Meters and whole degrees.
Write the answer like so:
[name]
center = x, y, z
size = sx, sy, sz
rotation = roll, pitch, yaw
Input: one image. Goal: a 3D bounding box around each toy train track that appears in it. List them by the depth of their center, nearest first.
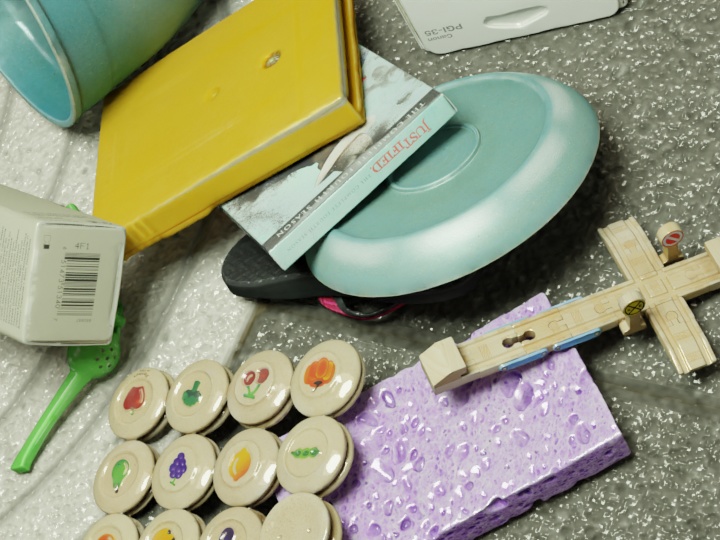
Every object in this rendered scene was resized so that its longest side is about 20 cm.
[toy train track]
center = 0.130, 0.020, 1.038
size = 0.200, 0.033, 0.115
rotation = -21, 52, -5

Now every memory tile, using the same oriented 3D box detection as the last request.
[memory tile]
center = -0.087, 0.119, 1.091
size = 0.200, 0.017, 0.153
rotation = -10, 58, 35

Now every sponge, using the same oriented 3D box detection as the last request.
[sponge]
center = 0.045, 0.106, 1.058
size = 0.200, 0.030, 0.112
rotation = -29, 53, 6

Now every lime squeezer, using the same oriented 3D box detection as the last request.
[lime squeezer]
center = -0.184, 0.037, 1.207
size = 0.071, 0.038, 0.200
rotation = -28, 48, 47

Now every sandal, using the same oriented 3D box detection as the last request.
[sandal]
center = 0.000, 0.000, 1.136
size = 0.200, 0.045, 0.075
rotation = 0, 44, 40

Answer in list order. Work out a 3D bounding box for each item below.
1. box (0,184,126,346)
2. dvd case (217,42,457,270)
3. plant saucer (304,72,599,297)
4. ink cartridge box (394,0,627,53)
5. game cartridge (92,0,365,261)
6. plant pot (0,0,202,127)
[box]
center = -0.238, -0.011, 1.186
size = 0.200, 0.068, 0.082
rotation = 20, 103, 48
[dvd case]
center = -0.037, -0.087, 1.171
size = 0.146, 0.022, 0.200
rotation = -42, 33, -3
[plant saucer]
center = 0.049, -0.062, 1.112
size = 0.200, 0.027, 0.200
rotation = -23, 32, 15
[ink cartridge box]
center = 0.096, -0.260, 1.217
size = 0.146, 0.083, 0.200
rotation = -11, 58, 18
[game cartridge]
center = -0.090, -0.106, 1.199
size = 0.200, 0.032, 0.176
rotation = -30, 35, 20
[plant pot]
center = -0.185, -0.234, 1.275
size = 0.188, 0.200, 0.200
rotation = -36, 52, -18
